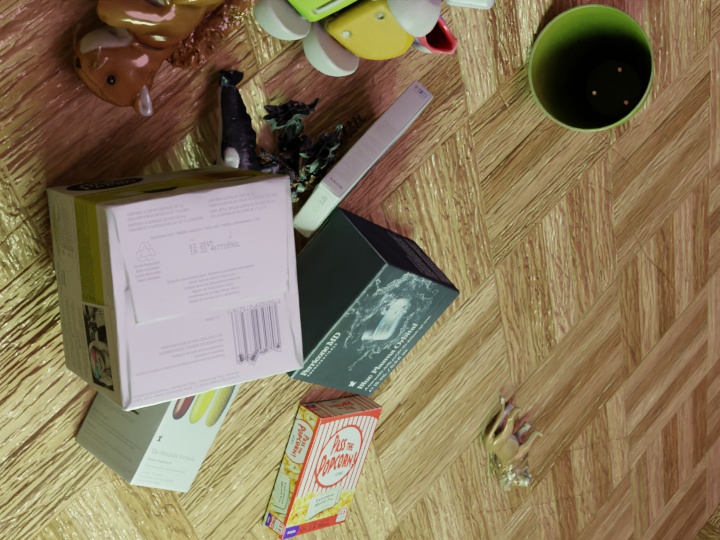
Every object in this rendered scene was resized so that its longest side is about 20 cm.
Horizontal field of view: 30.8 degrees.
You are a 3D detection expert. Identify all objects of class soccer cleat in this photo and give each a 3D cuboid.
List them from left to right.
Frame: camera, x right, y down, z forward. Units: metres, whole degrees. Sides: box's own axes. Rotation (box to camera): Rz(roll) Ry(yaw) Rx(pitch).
[{"bbox_3d":[0.056,-0.330,1.634,0.069,0.073,0.200,-60,146,-1],"label":"soccer cleat"}]

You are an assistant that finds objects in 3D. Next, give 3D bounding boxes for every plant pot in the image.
[{"bbox_3d":[0.371,-0.296,2.013,0.188,0.186,0.200,-67,161,7],"label":"plant pot"}]

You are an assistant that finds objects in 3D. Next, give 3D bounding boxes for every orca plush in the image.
[{"bbox_3d":[-0.129,-0.127,1.501,0.070,0.105,0.202,-1,88,-13],"label":"orca plush"}]

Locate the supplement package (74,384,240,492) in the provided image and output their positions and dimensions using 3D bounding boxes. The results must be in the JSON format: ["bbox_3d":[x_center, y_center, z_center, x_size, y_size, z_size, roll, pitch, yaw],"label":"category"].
[{"bbox_3d":[-0.229,0.145,1.555,0.114,0.109,0.201,23,94,-57],"label":"supplement package"}]

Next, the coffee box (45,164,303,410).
[{"bbox_3d":[-0.193,0.006,1.346,0.198,0.197,0.202,-10,103,-28],"label":"coffee box"}]

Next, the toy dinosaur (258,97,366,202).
[{"bbox_3d":[-0.078,-0.139,1.598,0.201,0.102,0.136,-60,172,-30],"label":"toy dinosaur"}]

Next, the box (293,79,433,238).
[{"bbox_3d":[0.001,-0.139,1.650,0.200,0.036,0.144,-48,-179,-25],"label":"box"}]

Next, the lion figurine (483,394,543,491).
[{"bbox_3d":[0.265,0.317,2.388,0.123,0.072,0.200,-49,131,-6],"label":"lion figurine"}]

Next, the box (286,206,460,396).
[{"bbox_3d":[-0.008,0.047,1.701,0.197,0.118,0.200,-50,147,13],"label":"box"}]

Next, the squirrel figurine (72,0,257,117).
[{"bbox_3d":[-0.193,-0.248,1.309,0.199,0.141,0.188,2,118,-51],"label":"squirrel figurine"}]

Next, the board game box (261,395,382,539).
[{"bbox_3d":[-0.056,0.290,1.945,0.151,0.046,0.201,-3,115,-52],"label":"board game box"}]

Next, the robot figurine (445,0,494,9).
[{"bbox_3d":[0.149,-0.435,1.648,0.170,0.112,0.201,-79,175,-60],"label":"robot figurine"}]

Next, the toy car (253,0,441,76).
[{"bbox_3d":[-0.015,-0.330,1.484,0.200,0.174,0.151,30,50,-45],"label":"toy car"}]
